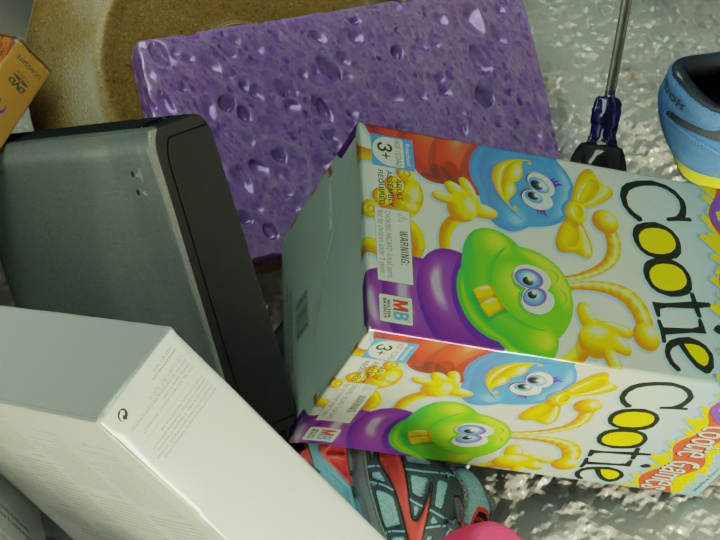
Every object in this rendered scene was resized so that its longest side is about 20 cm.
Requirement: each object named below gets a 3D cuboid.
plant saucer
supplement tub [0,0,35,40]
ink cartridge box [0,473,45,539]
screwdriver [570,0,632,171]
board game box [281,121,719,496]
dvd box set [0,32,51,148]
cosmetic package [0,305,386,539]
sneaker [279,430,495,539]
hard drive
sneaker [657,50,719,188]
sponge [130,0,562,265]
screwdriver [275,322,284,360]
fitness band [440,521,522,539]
[{"bbox_3d":[-0.063,-0.098,1.148,0.199,0.035,0.202,2,84,-19],"label":"plant saucer"},{"bbox_3d":[-0.123,-0.207,1.232,0.145,0.145,0.200,32,72,27],"label":"supplement tub"},{"bbox_3d":[-0.242,0.078,1.113,0.145,0.083,0.201,-25,53,7],"label":"ink cartridge box"},{"bbox_3d":[0.122,-0.100,1.128,0.028,0.029,0.201,9,90,-4],"label":"screwdriver"},{"bbox_3d":[0.076,0.020,1.022,0.199,0.103,0.105,9,57,-19],"label":"board game box"},{"bbox_3d":[-0.249,-0.031,1.103,0.146,0.029,0.201,13,65,42],"label":"dvd box set"},{"bbox_3d":[-0.090,0.082,0.976,0.052,0.151,0.200,-51,27,-20],"label":"cosmetic package"},{"bbox_3d":[0.022,0.120,1.029,0.095,0.079,0.201,-9,62,-19],"label":"sneaker"},{"bbox_3d":[-0.107,0.003,1.060,0.033,0.140,0.200,-23,12,-29],"label":"hard drive"},{"bbox_3d":[0.240,-0.081,1.111,0.199,0.079,0.066,-3,58,10],"label":"sneaker"},{"bbox_3d":[-0.005,-0.068,1.125,0.199,0.030,0.112,-11,83,-18],"label":"sponge"},{"bbox_3d":[0.000,0.000,1.145,0.029,0.028,0.200,36,64,6],"label":"screwdriver"},{"bbox_3d":[0.064,0.199,0.950,0.037,0.144,0.201,-21,57,23],"label":"fitness band"}]
